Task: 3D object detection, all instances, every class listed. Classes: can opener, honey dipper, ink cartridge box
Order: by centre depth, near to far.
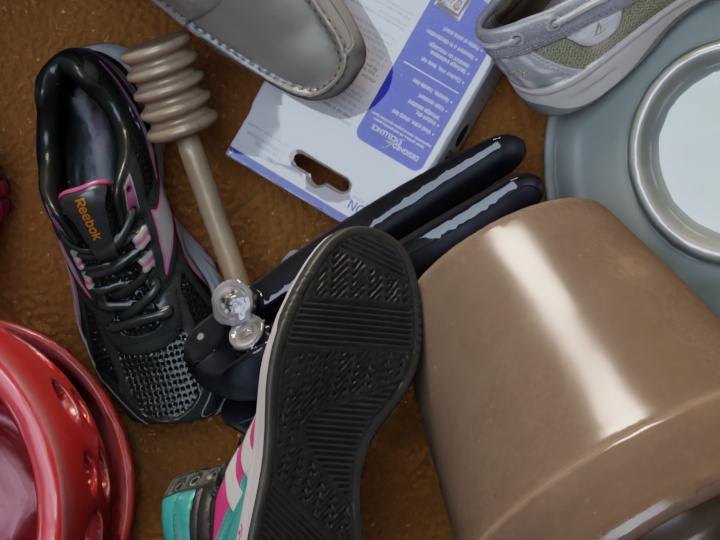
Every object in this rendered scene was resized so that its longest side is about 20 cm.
[{"bbox_3d":[0.000,0.000,1.408,0.200,0.079,0.064,-39,56,10],"label":"can opener"},{"bbox_3d":[-0.070,-0.017,1.443,0.038,0.038,0.201,-16,101,10],"label":"honey dipper"},{"bbox_3d":[0.025,-0.119,1.450,0.099,0.039,0.201,31,92,12],"label":"ink cartridge box"}]

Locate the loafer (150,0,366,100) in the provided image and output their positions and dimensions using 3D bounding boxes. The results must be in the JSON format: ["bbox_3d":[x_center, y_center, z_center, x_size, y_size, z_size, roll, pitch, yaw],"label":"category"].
[{"bbox_3d":[-0.084,-0.150,1.396,0.200,0.070,0.070,38,111,0],"label":"loafer"}]

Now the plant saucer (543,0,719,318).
[{"bbox_3d":[0.184,-0.055,1.409,0.198,0.050,0.202,-1,87,11],"label":"plant saucer"}]

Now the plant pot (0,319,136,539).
[{"bbox_3d":[-0.211,0.114,1.409,0.199,0.182,0.202,-1,87,11],"label":"plant pot"}]

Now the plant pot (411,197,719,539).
[{"bbox_3d":[0.107,0.066,1.356,0.199,0.200,0.175,-31,68,8],"label":"plant pot"}]

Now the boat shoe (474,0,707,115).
[{"bbox_3d":[0.140,-0.163,1.400,0.202,0.065,0.074,-43,45,3],"label":"boat shoe"}]

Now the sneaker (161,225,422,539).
[{"bbox_3d":[-0.034,0.083,1.361,0.083,0.121,0.201,21,73,-21],"label":"sneaker"}]

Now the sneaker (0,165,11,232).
[{"bbox_3d":[-0.244,-0.069,1.429,0.080,0.075,0.200,-28,119,26],"label":"sneaker"}]

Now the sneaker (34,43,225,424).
[{"bbox_3d":[-0.125,-0.017,1.449,0.080,0.086,0.201,-22,83,11],"label":"sneaker"}]
